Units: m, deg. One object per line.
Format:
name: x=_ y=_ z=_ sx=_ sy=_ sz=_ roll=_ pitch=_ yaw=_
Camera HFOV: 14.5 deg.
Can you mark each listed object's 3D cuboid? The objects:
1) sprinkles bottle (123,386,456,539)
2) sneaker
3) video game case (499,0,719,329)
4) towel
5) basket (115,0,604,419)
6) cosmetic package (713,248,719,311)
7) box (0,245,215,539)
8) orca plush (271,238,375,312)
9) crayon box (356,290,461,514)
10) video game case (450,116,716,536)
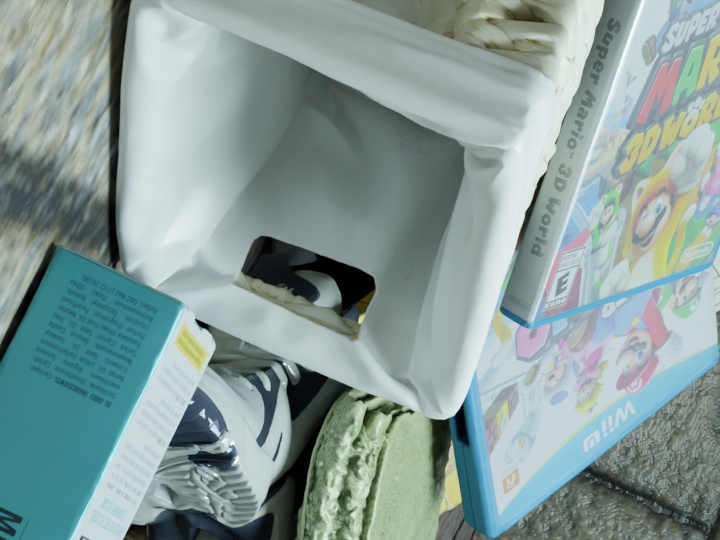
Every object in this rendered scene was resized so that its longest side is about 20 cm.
sprinkles bottle: x=-0.016 y=0.092 z=1.248 sx=0.200 sy=0.068 sz=0.068 roll=-34 pitch=157 yaw=-26
sneaker: x=-0.053 y=0.039 z=1.110 sx=0.199 sy=0.079 sz=0.130 roll=58 pitch=39 yaw=-61
video game case: x=0.126 y=-0.080 z=1.073 sx=0.143 sy=0.018 sz=0.200 roll=-16 pitch=129 yaw=-52
towel: x=-0.001 y=0.134 z=1.160 sx=0.148 sy=0.036 sz=0.200 roll=-21 pitch=119 yaw=-73
basket: x=0.004 y=-0.062 z=0.947 sx=0.200 sy=0.135 sz=0.123 roll=101 pitch=14 yaw=-62
cosmetic package: x=0.081 y=-0.046 z=1.225 sx=0.105 sy=0.071 sz=0.200 roll=-29 pitch=133 yaw=8
box: x=-0.117 y=0.097 z=0.937 sx=0.200 sy=0.049 sz=0.082 roll=-64 pitch=171 yaw=-8
orca plush: x=0.000 y=0.000 z=1.306 sx=0.105 sy=0.071 sz=0.200 roll=-59 pitch=170 yaw=-36
crayon box: x=0.064 y=0.036 z=1.491 sx=0.200 sy=0.051 sz=0.127 roll=-31 pitch=113 yaw=-27
video game case: x=0.089 y=0.000 z=1.154 sx=0.143 sy=0.018 sz=0.200 roll=-36 pitch=138 yaw=-26
